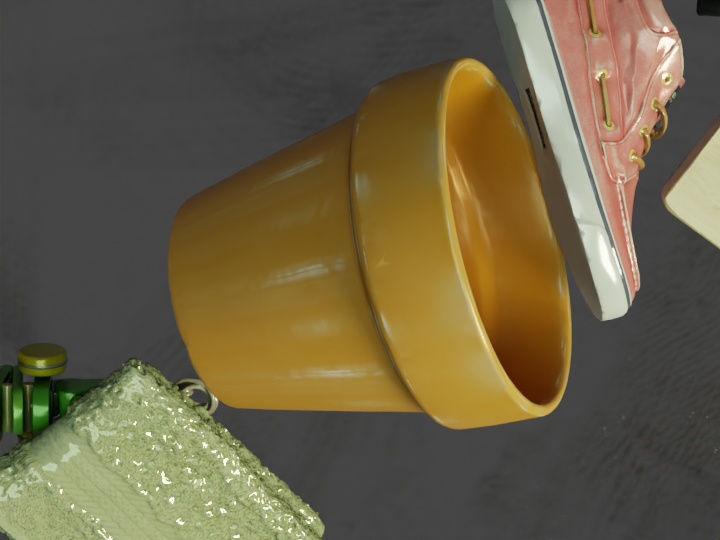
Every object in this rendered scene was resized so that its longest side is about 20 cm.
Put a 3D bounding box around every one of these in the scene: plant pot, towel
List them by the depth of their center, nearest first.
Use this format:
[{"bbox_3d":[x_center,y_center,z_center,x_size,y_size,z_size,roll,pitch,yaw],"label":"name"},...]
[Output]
[{"bbox_3d":[0.000,0.000,1.204,0.182,0.200,0.201,-13,106,21],"label":"plant pot"},{"bbox_3d":[-0.122,0.152,1.293,0.148,0.037,0.200,-36,120,9],"label":"towel"}]

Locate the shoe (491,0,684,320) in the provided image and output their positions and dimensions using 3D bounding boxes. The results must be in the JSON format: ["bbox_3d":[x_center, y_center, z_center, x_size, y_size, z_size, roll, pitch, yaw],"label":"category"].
[{"bbox_3d":[0.145,-0.078,1.215,0.091,0.071,0.201,-17,94,-6],"label":"shoe"}]

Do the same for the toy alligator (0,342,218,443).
[{"bbox_3d":[-0.185,0.080,1.288,0.199,0.054,0.060,2,107,0],"label":"toy alligator"}]

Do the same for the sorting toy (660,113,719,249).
[{"bbox_3d":[0.306,-0.067,1.232,0.200,0.070,0.199,35,104,-9],"label":"sorting toy"}]

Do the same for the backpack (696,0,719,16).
[{"bbox_3d":[0.200,-0.257,1.144,0.191,0.154,0.200,46,105,-1],"label":"backpack"}]
